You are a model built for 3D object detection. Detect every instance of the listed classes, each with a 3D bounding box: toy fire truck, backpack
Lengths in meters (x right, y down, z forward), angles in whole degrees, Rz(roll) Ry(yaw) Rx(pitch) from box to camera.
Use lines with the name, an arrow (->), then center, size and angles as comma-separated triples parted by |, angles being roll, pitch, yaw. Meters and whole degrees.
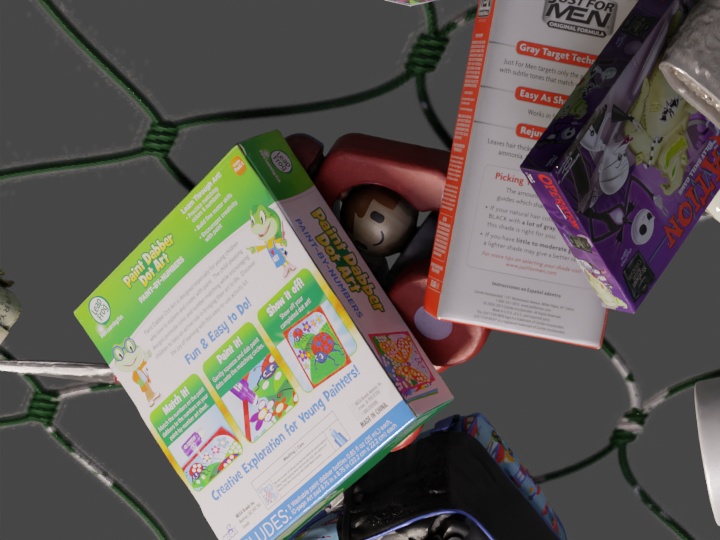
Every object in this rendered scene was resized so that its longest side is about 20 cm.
toy fire truck -> 0.000, 0.000, 1.772 | 0.167, 0.112, 0.200 | 33, 127, -2
backpack -> 0.026, 0.209, 1.929 | 0.199, 0.135, 0.183 | -26, 127, 22

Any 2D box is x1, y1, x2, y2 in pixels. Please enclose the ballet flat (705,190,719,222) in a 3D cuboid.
ballet flat -> 0.249, -0.041, 1.745 | 0.199, 0.064, 0.067 | 30, 126, -23

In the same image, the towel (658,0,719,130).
towel -> 0.264, -0.114, 1.645 | 0.200, 0.133, 0.034 | 38, 162, -28

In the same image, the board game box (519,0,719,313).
board game box -> 0.174, -0.090, 1.629 | 0.032, 0.200, 0.120 | 16, 150, 40

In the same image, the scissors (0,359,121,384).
scissors -> -0.141, 0.065, 1.889 | 0.199, 0.014, 0.073 | 17, 133, -12

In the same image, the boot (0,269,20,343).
boot -> -0.272, -0.014, 1.781 | 0.154, 0.072, 0.200 | 29, 132, -22

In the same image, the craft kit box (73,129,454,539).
craft kit box -> -0.063, 0.050, 1.758 | 0.200, 0.048, 0.198 | -42, 80, 41

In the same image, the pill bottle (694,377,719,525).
pill bottle -> 0.317, 0.101, 1.837 | 0.199, 0.116, 0.116 | -10, 131, 12

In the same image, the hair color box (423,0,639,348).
hair color box -> 0.105, -0.064, 1.658 | 0.101, 0.061, 0.201 | 11, 93, -7

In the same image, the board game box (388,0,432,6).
board game box -> -0.013, -0.237, 1.484 | 0.061, 0.201, 0.201 | -15, 130, 14
